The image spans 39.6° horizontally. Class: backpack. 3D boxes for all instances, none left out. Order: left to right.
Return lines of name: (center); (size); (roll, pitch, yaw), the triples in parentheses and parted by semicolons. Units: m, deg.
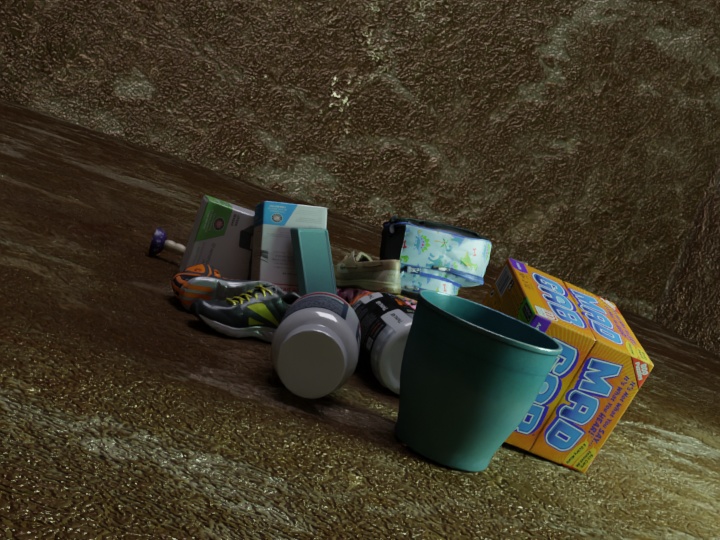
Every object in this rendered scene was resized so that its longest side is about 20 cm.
backpack: (0.136, -0.013, 1.869); (0.198, 0.149, 0.183); (9, -2, -5)

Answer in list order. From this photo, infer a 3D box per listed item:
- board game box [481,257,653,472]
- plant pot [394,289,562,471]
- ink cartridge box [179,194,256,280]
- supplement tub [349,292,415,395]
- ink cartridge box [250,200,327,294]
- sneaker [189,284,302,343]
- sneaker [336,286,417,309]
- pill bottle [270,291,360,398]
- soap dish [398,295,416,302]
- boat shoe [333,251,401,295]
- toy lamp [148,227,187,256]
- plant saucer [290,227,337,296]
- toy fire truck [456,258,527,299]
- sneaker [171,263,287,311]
board game box: (0.279, 0.139, 1.508); (0.198, 0.201, 0.200); (22, 21, -13)
plant pot: (0.137, 0.150, 1.305); (0.198, 0.190, 0.200); (20, 8, -3)
ink cartridge box: (-0.202, -0.030, 1.763); (0.198, 0.147, 0.084); (18, 5, -18)
supplement tub: (0.047, 0.108, 1.580); (0.122, 0.124, 0.200); (16, 9, -25)
ink cartridge box: (-0.124, -0.009, 1.695); (0.115, 0.202, 0.067); (5, -6, -21)
sneaker: (-0.168, 0.056, 1.520); (0.199, 0.085, 0.074); (13, 10, -41)
sneaker: (0.026, 0.086, 1.743); (0.198, 0.096, 0.079); (9, -1, 22)
pill bottle: (-0.060, 0.103, 1.360); (0.119, 0.121, 0.200); (20, 8, -1)
soap dish: (0.063, 0.081, 1.938); (0.198, 0.082, 0.157); (19, 8, -21)
boat shoe: (0.000, 0.000, 1.740); (0.071, 0.065, 0.199); (4, 3, -44)
toy lamp: (-0.285, -0.022, 1.831); (0.198, 0.059, 0.058); (19, 8, -4)
plant saucer: (-0.069, 0.023, 1.639); (0.069, 0.202, 0.019); (0, -17, -30)
toy fire truck: (0.213, 0.080, 1.769); (0.174, 0.201, 0.129); (21, -23, 5)
sneaker: (-0.209, 0.031, 1.606); (0.198, 0.078, 0.112); (16, 11, -30)
